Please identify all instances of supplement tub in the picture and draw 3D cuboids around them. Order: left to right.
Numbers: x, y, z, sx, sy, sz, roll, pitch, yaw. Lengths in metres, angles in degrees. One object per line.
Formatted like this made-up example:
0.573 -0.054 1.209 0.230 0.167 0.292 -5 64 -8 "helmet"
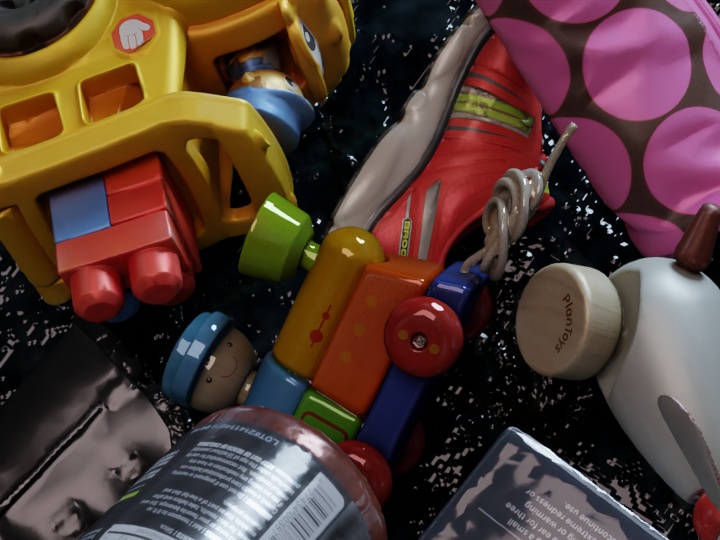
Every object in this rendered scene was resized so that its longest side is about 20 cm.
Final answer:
-0.078 0.147 0.800 0.106 0.108 0.200 22 41 21 "supplement tub"

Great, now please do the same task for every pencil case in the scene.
0.113 -0.109 0.905 0.093 0.091 0.201 -31 99 28 "pencil case"

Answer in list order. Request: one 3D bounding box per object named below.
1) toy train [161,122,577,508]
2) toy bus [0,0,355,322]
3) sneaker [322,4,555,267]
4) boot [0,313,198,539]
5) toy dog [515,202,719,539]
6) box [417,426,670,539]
0.000 0.000 0.883 0.115 0.085 0.201 28 106 7 "toy train"
-0.089 -0.066 0.940 0.198 0.136 0.193 -20 54 3 "toy bus"
0.061 -0.061 0.965 0.085 0.077 0.201 33 79 3 "sneaker"
-0.173 0.084 0.948 0.162 0.073 0.198 -44 71 -5 "boot"
0.152 0.052 0.837 0.200 0.131 0.097 46 126 26 "toy dog"
0.049 0.188 0.805 0.107 0.149 0.200 35 80 25 "box"
